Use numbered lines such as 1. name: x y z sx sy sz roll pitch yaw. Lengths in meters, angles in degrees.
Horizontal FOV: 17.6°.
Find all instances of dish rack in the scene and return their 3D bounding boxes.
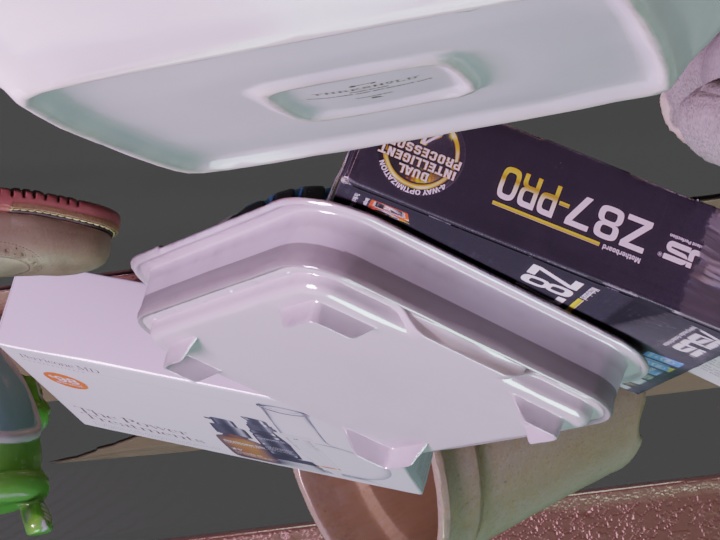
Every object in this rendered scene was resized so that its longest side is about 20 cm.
1. dish rack: 0.002 0.035 0.953 0.171 0.044 0.200 27 159 -21

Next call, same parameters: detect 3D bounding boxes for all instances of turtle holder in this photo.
1. turtle holder: -0.241 0.095 1.363 0.185 0.132 0.141 -3 171 -36

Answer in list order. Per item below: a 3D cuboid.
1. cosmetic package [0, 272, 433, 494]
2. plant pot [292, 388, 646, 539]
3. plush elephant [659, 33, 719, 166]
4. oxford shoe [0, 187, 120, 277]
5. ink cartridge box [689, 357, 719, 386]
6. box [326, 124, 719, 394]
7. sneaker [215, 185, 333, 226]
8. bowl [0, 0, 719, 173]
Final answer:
1. cosmetic package: -0.069 0.057 1.201 0.200 0.052 0.151 10 161 15
2. plant pot: 0.073 0.090 1.500 0.183 0.201 0.200 -17 178 -28
3. plush elephant: 0.190 -0.023 0.756 0.164 0.155 0.200 -8 173 4
4. oxford shoe: -0.194 0.007 0.942 0.199 0.075 0.070 -5 172 -15
5. ink cartridge box: 0.223 0.008 0.948 0.146 0.084 0.200 26 162 0
6. box: 0.065 -0.009 0.929 0.161 0.049 0.200 21 170 -3
7. sneaker: 0.000 0.000 1.109 0.200 0.075 0.087 2 178 -39
8. bowl: -0.001 -0.074 0.511 0.199 0.075 0.200 -10 173 11
